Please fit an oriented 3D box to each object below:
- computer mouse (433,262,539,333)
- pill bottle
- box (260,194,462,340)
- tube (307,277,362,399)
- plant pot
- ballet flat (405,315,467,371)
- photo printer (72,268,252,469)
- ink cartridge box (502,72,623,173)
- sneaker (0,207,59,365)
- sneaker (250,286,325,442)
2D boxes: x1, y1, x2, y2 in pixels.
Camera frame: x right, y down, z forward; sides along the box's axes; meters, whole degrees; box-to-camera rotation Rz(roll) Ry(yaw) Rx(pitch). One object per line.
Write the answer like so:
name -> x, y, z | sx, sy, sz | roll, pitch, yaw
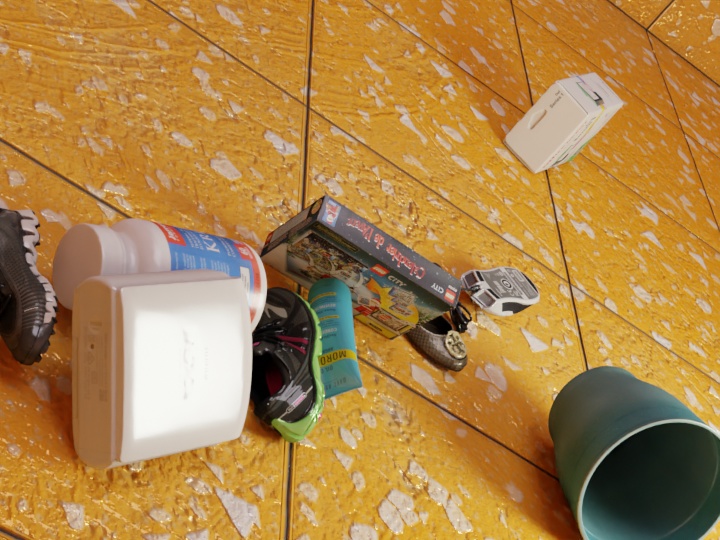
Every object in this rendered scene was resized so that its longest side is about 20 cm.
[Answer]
computer mouse -> 0.166, 0.036, 2.003 | 0.199, 0.044, 0.110 | 0, 44, -46
pill bottle -> -0.197, 0.010, 1.466 | 0.199, 0.112, 0.113 | 12, 40, -46
box -> 0.000, 0.000, 1.722 | 0.199, 0.136, 0.038 | 32, 57, -21
tube -> -0.034, 0.083, 1.641 | 0.051, 0.077, 0.201 | 57, 16, -29
plant pot -> 0.318, 0.218, 1.797 | 0.199, 0.201, 0.188 | 27, 15, -27
ballet flat -> 0.067, 0.041, 1.852 | 0.200, 0.046, 0.067 | 50, 28, 13
photo printer -> -0.172, 0.084, 1.358 | 0.199, 0.069, 0.169 | -3, 95, -56
ink cartridge box -> 0.348, -0.254, 2.547 | 0.084, 0.145, 0.199 | 47, 27, 11
sneaker -> -0.330, 0.008, 1.349 | 0.090, 0.067, 0.201 | 19, 32, -34
sneaker -> -0.088, 0.084, 1.549 | 0.083, 0.077, 0.201 | 29, 29, -33
